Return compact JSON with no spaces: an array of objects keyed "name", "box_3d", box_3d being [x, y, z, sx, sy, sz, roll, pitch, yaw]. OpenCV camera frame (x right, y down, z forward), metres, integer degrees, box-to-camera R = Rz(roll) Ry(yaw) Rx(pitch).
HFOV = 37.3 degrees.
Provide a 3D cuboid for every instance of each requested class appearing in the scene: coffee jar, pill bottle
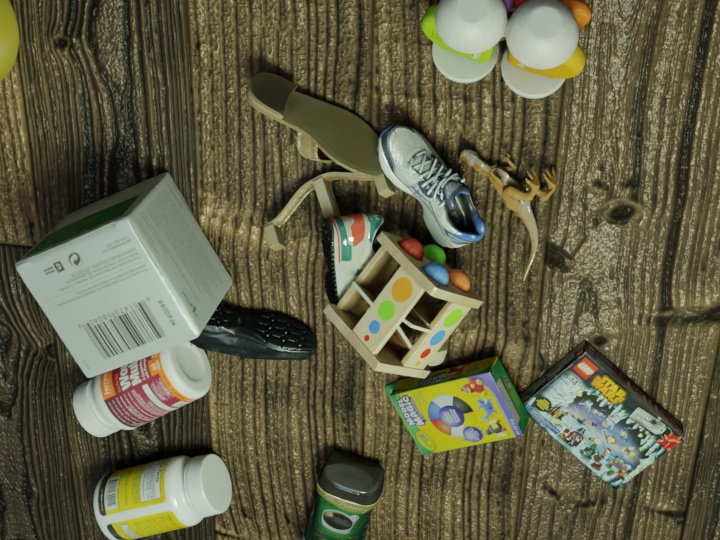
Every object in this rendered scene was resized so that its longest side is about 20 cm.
[{"name":"coffee jar","box_3d":[-0.029,0.381,1.683,0.104,0.085,0.200,19,119,6]},{"name":"pill bottle","box_3d":[-0.316,0.363,1.718,0.200,0.114,0.115,-16,112,19]},{"name":"pill bottle","box_3d":[-0.335,0.177,1.631,0.200,0.110,0.110,-26,108,22]}]

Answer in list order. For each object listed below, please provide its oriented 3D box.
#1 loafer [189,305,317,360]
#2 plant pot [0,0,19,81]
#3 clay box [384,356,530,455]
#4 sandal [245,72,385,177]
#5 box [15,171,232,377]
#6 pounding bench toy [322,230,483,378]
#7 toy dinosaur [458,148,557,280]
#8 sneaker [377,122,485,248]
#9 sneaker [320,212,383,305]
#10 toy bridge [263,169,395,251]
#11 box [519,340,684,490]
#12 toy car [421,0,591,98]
[{"name":"loafer","box_3d":[-0.163,0.100,1.587,0.200,0.068,0.071,11,137,3]},{"name":"plant pot","box_3d":[-0.582,-0.300,1.400,0.200,0.189,0.201,5,118,9]},{"name":"clay box","box_3d":[0.133,0.203,1.564,0.200,0.048,0.115,-19,110,32]},{"name":"sandal","box_3d":[-0.063,-0.184,1.430,0.211,0.078,0.070,32,151,-8]},{"name":"box","box_3d":[-0.327,0.005,1.508,0.199,0.171,0.200,-21,110,20]},{"name":"pounding bench toy","box_3d":[0.085,0.047,1.464,0.156,0.200,0.124,-53,55,15]},{"name":"toy dinosaur","box_3d":[0.212,-0.095,1.424,0.106,0.060,0.200,-25,105,47]},{"name":"sneaker","box_3d":[0.102,-0.114,1.398,0.077,0.085,0.200,-46,112,-15]},{"name":"sneaker","box_3d":[0.000,-0.001,1.488,0.093,0.070,0.200,-15,135,-11]},{"name":"toy bridge","box_3d":[-0.045,-0.097,1.463,0.200,0.027,0.067,-25,69,19]},{"name":"box","box_3d":[0.348,0.212,1.547,0.200,0.040,0.137,40,116,-9]},{"name":"toy car","box_3d":[0.177,-0.303,1.275,0.199,0.175,0.150,13,83,5]}]
